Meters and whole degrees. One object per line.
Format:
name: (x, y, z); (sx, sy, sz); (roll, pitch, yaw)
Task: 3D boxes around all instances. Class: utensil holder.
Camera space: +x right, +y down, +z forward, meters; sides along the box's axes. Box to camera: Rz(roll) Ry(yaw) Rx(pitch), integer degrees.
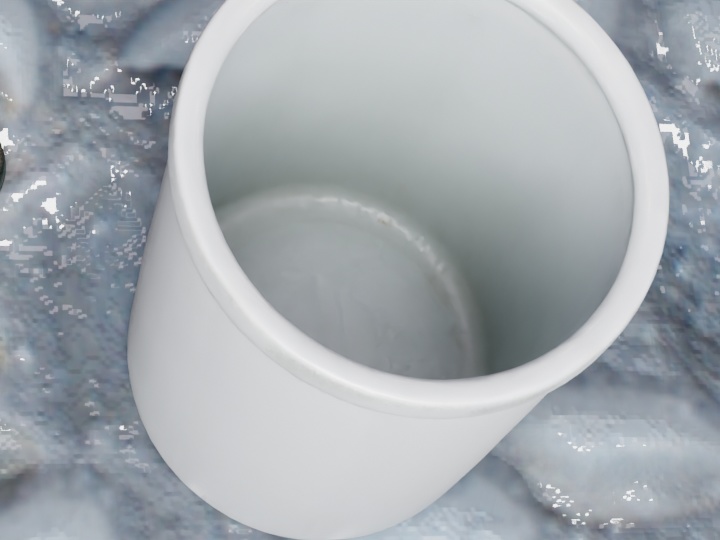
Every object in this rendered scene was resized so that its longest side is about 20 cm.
utensil holder: (0.000, 0.000, 0.758); (0.169, 0.200, 0.171); (5, 67, -12)

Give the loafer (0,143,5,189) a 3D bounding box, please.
loafer: (-0.223, -0.014, 0.785); (0.199, 0.063, 0.072); (-29, 78, -22)
